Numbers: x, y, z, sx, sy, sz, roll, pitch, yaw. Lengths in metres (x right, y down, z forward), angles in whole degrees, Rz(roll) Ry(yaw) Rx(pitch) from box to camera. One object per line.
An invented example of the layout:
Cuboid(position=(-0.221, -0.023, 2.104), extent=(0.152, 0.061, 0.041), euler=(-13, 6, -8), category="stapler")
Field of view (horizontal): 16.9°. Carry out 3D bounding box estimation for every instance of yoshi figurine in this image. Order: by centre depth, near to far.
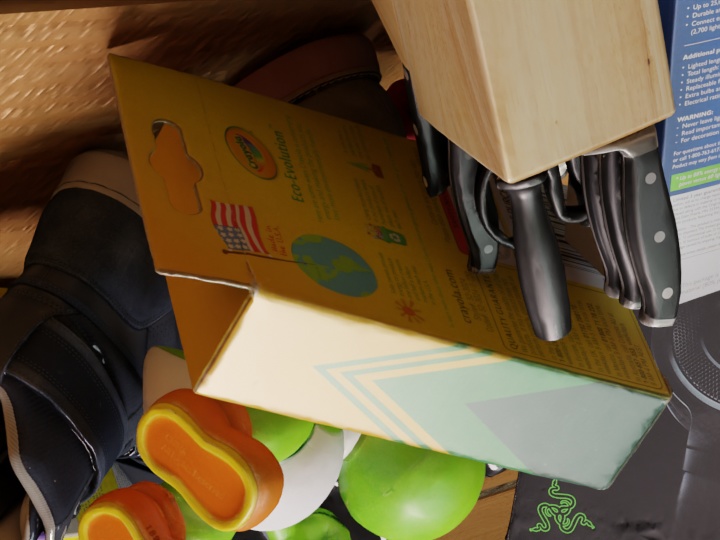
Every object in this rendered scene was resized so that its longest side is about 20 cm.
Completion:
Cuboid(position=(-0.011, 0.075, 0.919), extent=(0.112, 0.113, 0.200), euler=(0, -166, 28), category="yoshi figurine")

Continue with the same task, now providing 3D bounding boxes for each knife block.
Cuboid(position=(0.059, -0.072, 0.762), extent=(0.064, 0.176, 0.200), euler=(-23, 166, -15), category="knife block")

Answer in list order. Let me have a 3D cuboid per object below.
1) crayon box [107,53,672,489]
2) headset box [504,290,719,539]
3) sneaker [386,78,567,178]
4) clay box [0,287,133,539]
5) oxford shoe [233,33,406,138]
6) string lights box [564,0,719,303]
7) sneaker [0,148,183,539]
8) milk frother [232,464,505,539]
Cuboid(position=(0.000, 0.000, 0.857), extent=(0.199, 0.127, 0.051), euler=(16, 123, -25), category="crayon box")
Cuboid(position=(0.164, 0.045, 1.013), extent=(0.093, 0.173, 0.201), euler=(-41, 144, -65), category="headset box")
Cuboid(position=(0.074, -0.099, 0.919), extent=(0.085, 0.077, 0.200), euler=(19, 131, -25), category="sneaker")
Cuboid(position=(-0.158, 0.066, 1.006), extent=(0.047, 0.115, 0.200), euler=(-27, 167, 23), category="clay box")
Cuboid(position=(-0.056, -0.015, 0.980), extent=(0.071, 0.074, 0.200), euler=(-12, 160, -46), category="oxford shoe")
Cuboid(position=(0.132, -0.093, 0.835), extent=(0.102, 0.059, 0.201), euler=(-17, 128, -24), category="string lights box")
Cuboid(position=(-0.110, 0.071, 0.954), extent=(0.203, 0.077, 0.147), euler=(76, 33, -48), category="sneaker")
Cuboid(position=(0.051, 0.105, 1.192), extent=(0.180, 0.201, 0.188), euler=(3, -144, 37), category="milk frother")
